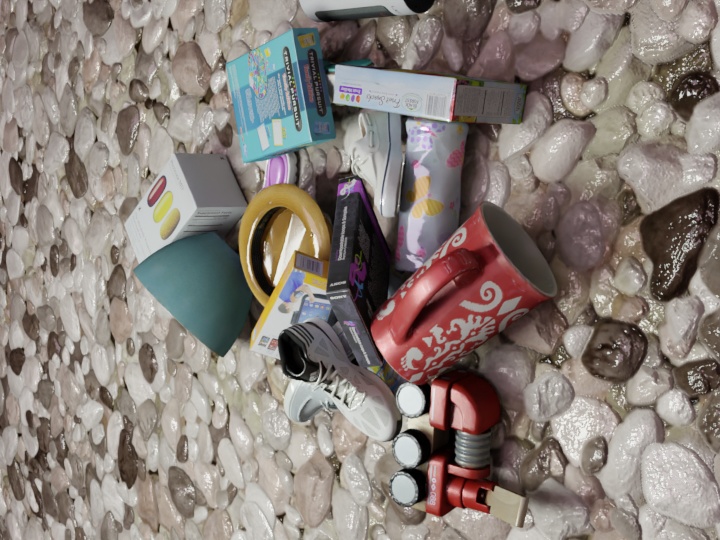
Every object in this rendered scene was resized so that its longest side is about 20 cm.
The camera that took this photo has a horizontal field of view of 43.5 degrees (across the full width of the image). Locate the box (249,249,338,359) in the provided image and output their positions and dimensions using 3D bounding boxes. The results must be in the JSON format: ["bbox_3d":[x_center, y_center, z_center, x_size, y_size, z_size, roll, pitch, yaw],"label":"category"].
[{"bbox_3d":[-0.077,0.070,1.279,0.042,0.117,0.202,-90,23,-50],"label":"box"}]

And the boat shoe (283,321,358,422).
[{"bbox_3d":[-0.042,0.155,1.264,0.072,0.069,0.202,54,125,33],"label":"boat shoe"}]

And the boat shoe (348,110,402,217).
[{"bbox_3d":[0.018,-0.142,1.157,0.202,0.068,0.072,-88,1,-45],"label":"boat shoe"}]

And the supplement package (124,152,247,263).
[{"bbox_3d":[-0.296,-0.092,1.523,0.200,0.108,0.115,-45,64,38],"label":"supplement package"}]

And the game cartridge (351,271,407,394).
[{"bbox_3d":[0.030,0.119,1.262,0.133,0.040,0.202,44,123,29],"label":"game cartridge"}]

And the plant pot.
[{"bbox_3d":[-0.247,0.019,1.449,0.135,0.200,0.200,-47,54,-4],"label":"plant pot"}]

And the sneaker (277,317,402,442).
[{"bbox_3d":[-0.038,0.150,1.160,0.201,0.115,0.076,46,112,16],"label":"sneaker"}]

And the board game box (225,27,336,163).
[{"bbox_3d":[-0.118,-0.247,1.302,0.198,0.046,0.155,-4,97,54],"label":"board game box"}]

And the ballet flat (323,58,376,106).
[{"bbox_3d":[-0.041,-0.268,1.291,0.198,0.068,0.071,15,104,48],"label":"ballet flat"}]

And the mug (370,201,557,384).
[{"bbox_3d":[0.100,0.025,1.057,0.199,0.176,0.135,-41,40,25],"label":"mug"}]

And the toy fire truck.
[{"bbox_3d":[0.137,0.227,1.113,0.197,0.128,0.180,10,100,32],"label":"toy fire truck"}]

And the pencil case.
[{"bbox_3d":[0.091,-0.093,1.148,0.081,0.090,0.205,7,100,20],"label":"pencil case"}]

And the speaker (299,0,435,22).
[{"bbox_3d":[0.008,-0.380,1.211,0.198,0.080,0.083,11,101,44],"label":"speaker"}]

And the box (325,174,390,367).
[{"bbox_3d":[0.000,0.000,1.150,0.035,0.144,0.203,-10,44,14],"label":"box"}]

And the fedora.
[{"bbox_3d":[-0.095,-0.031,1.337,0.198,0.081,0.205,9,104,39],"label":"fedora"}]

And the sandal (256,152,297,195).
[{"bbox_3d":[-0.141,-0.092,1.407,0.081,0.049,0.208,10,101,44],"label":"sandal"}]

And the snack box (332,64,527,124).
[{"bbox_3d":[0.082,-0.216,1.104,0.198,0.141,0.054,19,107,42],"label":"snack box"}]
